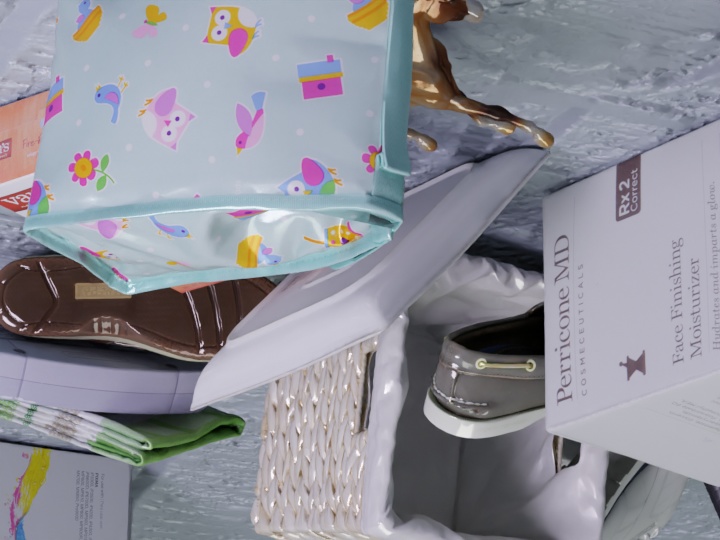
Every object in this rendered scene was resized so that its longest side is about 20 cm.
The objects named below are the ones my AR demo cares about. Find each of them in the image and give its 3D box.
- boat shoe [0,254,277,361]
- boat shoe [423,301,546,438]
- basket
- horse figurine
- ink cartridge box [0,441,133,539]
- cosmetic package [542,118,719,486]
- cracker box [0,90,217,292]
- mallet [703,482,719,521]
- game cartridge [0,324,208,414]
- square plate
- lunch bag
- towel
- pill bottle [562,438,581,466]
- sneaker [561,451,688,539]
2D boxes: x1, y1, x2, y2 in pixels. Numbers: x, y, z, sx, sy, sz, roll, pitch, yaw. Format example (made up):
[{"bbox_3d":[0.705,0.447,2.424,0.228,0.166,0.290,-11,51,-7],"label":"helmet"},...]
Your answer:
[{"bbox_3d":[-0.148,0.019,1.762,0.201,0.075,0.075,8,177,-3],"label":"boat shoe"},{"bbox_3d":[0.129,0.052,1.673,0.201,0.072,0.061,-16,126,-35],"label":"boat shoe"},{"bbox_3d":[0.052,0.100,1.760,0.199,0.200,0.160,15,165,-34],"label":"basket"},{"bbox_3d":[0.015,-0.098,1.461,0.132,0.050,0.199,33,150,-33],"label":"horse figurine"},{"bbox_3d":[-0.307,0.232,2.184,0.199,0.146,0.145,10,156,-23],"label":"ink cartridge box"},{"bbox_3d":[0.237,0.020,1.601,0.164,0.166,0.200,19,151,-36],"label":"cosmetic package"},{"bbox_3d":[-0.119,-0.054,1.577,0.133,0.058,0.200,-15,153,33],"label":"cracker box"},{"bbox_3d":[0.227,0.096,1.768,0.041,0.201,0.066,-16,160,-23],"label":"mallet"},{"bbox_3d":[-0.205,0.060,1.782,0.199,0.041,0.133,7,-170,-33],"label":"game cartridge"},{"bbox_3d":[0.000,0.000,1.593,0.198,0.200,0.029,-24,106,48],"label":"square plate"},{"bbox_3d":[-0.058,-0.087,1.337,0.199,0.171,0.122,-7,156,27],"label":"lunch bag"},{"bbox_3d":[-0.197,0.084,1.813,0.199,0.031,0.149,17,-166,23],"label":"towel"},{"bbox_3d":[0.175,0.143,1.989,0.108,0.110,0.200,-1,158,5],"label":"pill bottle"},{"bbox_3d":[0.174,0.174,1.835,0.081,0.200,0.076,52,170,-36],"label":"sneaker"}]
